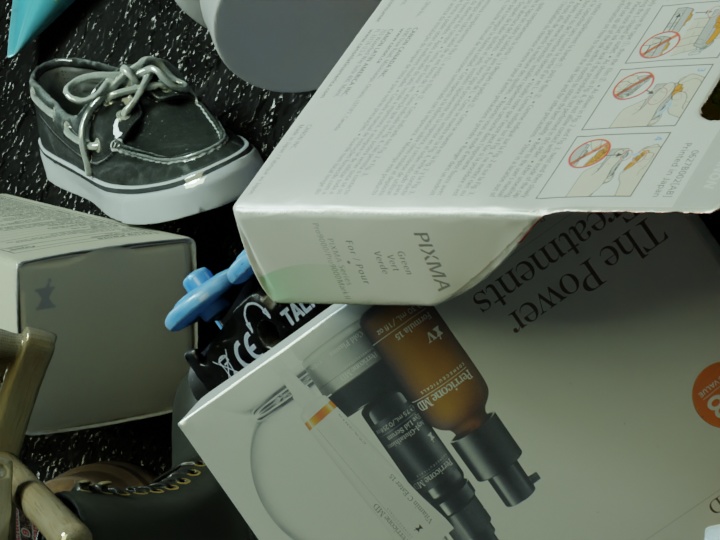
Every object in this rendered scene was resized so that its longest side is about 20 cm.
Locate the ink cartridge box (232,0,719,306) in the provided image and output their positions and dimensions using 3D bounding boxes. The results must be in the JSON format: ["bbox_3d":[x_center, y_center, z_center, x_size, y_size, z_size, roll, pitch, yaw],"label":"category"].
[{"bbox_3d":[0.074,-0.055,1.039,0.199,0.050,0.161,3,43,35],"label":"ink cartridge box"}]

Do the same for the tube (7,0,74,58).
[{"bbox_3d":[-0.139,-0.203,1.660,0.200,0.050,0.078,-43,27,35],"label":"tube"}]

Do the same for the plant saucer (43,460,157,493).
[{"bbox_3d":[-0.153,0.184,1.441,0.200,0.029,0.201,-30,47,39],"label":"plant saucer"}]

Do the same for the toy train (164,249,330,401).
[{"bbox_3d":[0.000,0.000,1.281,0.087,0.114,0.200,55,138,6],"label":"toy train"}]

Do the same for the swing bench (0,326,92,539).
[{"bbox_3d":[-0.227,0.094,1.218,0.200,0.198,0.130,-115,43,-65],"label":"swing bench"}]

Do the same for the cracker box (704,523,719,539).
[{"bbox_3d":[0.173,0.174,0.984,0.134,0.057,0.201,-19,55,46],"label":"cracker box"}]

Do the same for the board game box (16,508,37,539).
[{"bbox_3d":[-0.261,0.160,1.398,0.159,0.199,0.097,-40,41,30],"label":"board game box"}]

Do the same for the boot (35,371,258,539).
[{"bbox_3d":[-0.087,0.097,1.309,0.077,0.138,0.201,-45,38,26],"label":"boot"}]

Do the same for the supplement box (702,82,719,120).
[{"bbox_3d":[0.110,-0.136,1.220,0.109,0.109,0.201,-34,44,37],"label":"supplement box"}]

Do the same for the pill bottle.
[{"bbox_3d":[-0.049,-0.183,1.455,0.120,0.119,0.201,-47,38,23],"label":"pill bottle"}]

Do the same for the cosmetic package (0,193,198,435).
[{"bbox_3d":[-0.173,0.019,1.490,0.200,0.103,0.088,13,107,57],"label":"cosmetic package"}]

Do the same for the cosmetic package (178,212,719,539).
[{"bbox_3d":[0.057,0.058,1.092,0.200,0.151,0.052,-36,3,10],"label":"cosmetic package"}]

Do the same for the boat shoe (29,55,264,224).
[{"bbox_3d":[-0.112,-0.074,1.499,0.073,0.068,0.199,-24,21,-19],"label":"boat shoe"}]
